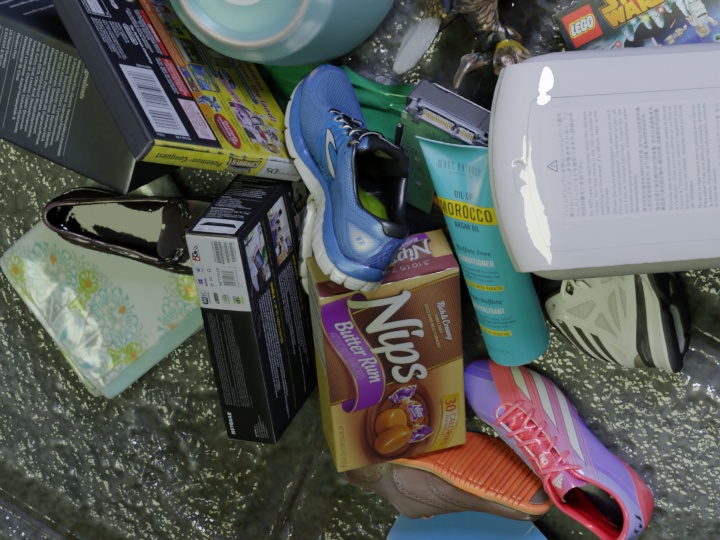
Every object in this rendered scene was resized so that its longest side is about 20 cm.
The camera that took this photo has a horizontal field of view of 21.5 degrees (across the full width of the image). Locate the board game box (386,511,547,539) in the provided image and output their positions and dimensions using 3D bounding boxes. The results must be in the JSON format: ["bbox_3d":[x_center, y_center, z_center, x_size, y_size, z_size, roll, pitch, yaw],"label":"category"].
[{"bbox_3d":[0.108,0.277,1.646,0.158,0.039,0.200,-50,61,15],"label":"board game box"}]

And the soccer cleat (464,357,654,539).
[{"bbox_3d":[0.159,0.149,1.571,0.200,0.076,0.067,43,118,7],"label":"soccer cleat"}]

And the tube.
[{"bbox_3d":[0.100,-0.018,1.472,0.077,0.050,0.200,9,132,38],"label":"tube"}]

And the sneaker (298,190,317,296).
[{"bbox_3d":[0.000,0.000,1.576,0.079,0.078,0.200,-3,137,20],"label":"sneaker"}]

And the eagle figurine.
[{"bbox_3d":[0.091,-0.251,1.455,0.151,0.151,0.201,0,117,40],"label":"eagle figurine"}]

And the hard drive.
[{"bbox_3d":[0.087,-0.049,1.515,0.139,0.038,0.200,28,145,15],"label":"hard drive"}]

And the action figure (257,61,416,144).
[{"bbox_3d":[-0.006,-0.129,1.573,0.199,0.055,0.119,12,108,25],"label":"action figure"}]

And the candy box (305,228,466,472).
[{"bbox_3d":[0.023,0.067,1.550,0.116,0.057,0.200,-12,133,-9],"label":"candy box"}]

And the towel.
[{"bbox_3d":[-0.217,0.004,1.713,0.200,0.048,0.171,-36,90,28],"label":"towel"}]

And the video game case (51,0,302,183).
[{"bbox_3d":[-0.145,-0.158,1.509,0.026,0.180,0.200,-47,58,29],"label":"video game case"}]

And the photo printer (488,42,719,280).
[{"bbox_3d":[0.192,-0.079,1.383,0.199,0.069,0.167,-5,91,-8],"label":"photo printer"}]

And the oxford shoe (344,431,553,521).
[{"bbox_3d":[0.075,0.181,1.631,0.200,0.071,0.073,19,123,27],"label":"oxford shoe"}]

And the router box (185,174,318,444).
[{"bbox_3d":[-0.076,0.021,1.572,0.051,0.149,0.201,5,122,23],"label":"router box"}]

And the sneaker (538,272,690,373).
[{"bbox_3d":[0.188,-0.006,1.496,0.115,0.076,0.201,1,121,25],"label":"sneaker"}]

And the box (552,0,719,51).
[{"bbox_3d":[0.264,-0.179,1.444,0.200,0.040,0.137,-26,93,29],"label":"box"}]

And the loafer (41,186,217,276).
[{"bbox_3d":[-0.178,-0.033,1.628,0.199,0.063,0.072,7,95,12],"label":"loafer"}]

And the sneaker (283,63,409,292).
[{"bbox_3d":[0.001,-0.084,1.473,0.089,0.078,0.200,-45,48,38],"label":"sneaker"}]

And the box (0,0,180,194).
[{"bbox_3d":[-0.234,-0.165,1.612,0.200,0.148,0.107,24,114,17],"label":"box"}]

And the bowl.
[{"bbox_3d":[-0.075,-0.241,1.471,0.200,0.105,0.201,7,115,15],"label":"bowl"}]
